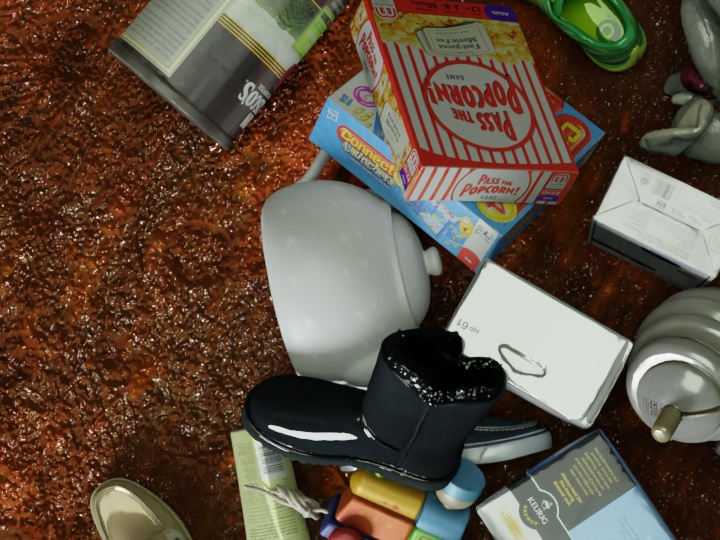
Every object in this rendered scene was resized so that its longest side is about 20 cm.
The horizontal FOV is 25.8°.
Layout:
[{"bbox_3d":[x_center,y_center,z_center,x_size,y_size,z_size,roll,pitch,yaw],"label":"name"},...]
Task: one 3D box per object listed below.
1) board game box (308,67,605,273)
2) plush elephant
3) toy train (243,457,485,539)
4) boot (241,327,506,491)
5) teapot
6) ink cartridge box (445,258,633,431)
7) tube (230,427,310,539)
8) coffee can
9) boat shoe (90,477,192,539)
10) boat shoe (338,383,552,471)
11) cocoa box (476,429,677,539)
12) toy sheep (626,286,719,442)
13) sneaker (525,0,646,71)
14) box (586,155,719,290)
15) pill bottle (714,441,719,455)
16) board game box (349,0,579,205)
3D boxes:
[{"bbox_3d":[0.090,-0.122,1.418,0.196,0.056,0.200,39,48,9],"label":"board game box"},{"bbox_3d":[0.331,-0.167,1.416,0.155,0.164,0.201,-49,40,35],"label":"plush elephant"},{"bbox_3d":[0.005,0.192,1.396,0.199,0.085,0.116,24,117,-2],"label":"toy train"},{"bbox_3d":[0.009,0.099,1.293,0.199,0.168,0.077,18,52,1],"label":"boot"},{"bbox_3d":[0.000,0.000,1.412,0.145,0.198,0.201,-13,114,6],"label":"teapot"},{"bbox_3d":[0.154,0.070,1.375,0.144,0.200,0.085,30,88,9],"label":"ink cartridge box"},{"bbox_3d":[-0.079,0.243,1.467,0.058,0.052,0.201,-17,84,47],"label":"tube"},{"bbox_3d":[-0.117,-0.235,1.470,0.146,0.146,0.200,40,90,9],"label":"coffee can"},{"bbox_3d":[-0.186,0.278,1.464,0.072,0.065,0.200,-36,81,2],"label":"boat shoe"},{"bbox_3d":[0.073,0.132,1.443,0.199,0.071,0.091,-5,87,9],"label":"boat shoe"},{"bbox_3d":[0.211,0.255,1.381,0.131,0.133,0.200,-34,81,2],"label":"cocoa box"},{"bbox_3d":[0.289,0.082,1.316,0.137,0.200,0.139,15,121,26],"label":"toy sheep"},{"bbox_3d":[0.187,-0.268,1.466,0.200,0.084,0.074,39,90,10],"label":"sneaker"},{"bbox_3d":[0.263,-0.036,1.373,0.116,0.200,0.060,27,89,7],"label":"box"},{"bbox_3d":[0.417,0.173,1.374,0.199,0.112,0.112,29,88,10],"label":"pill bottle"},{"bbox_3d":[0.088,-0.149,1.369,0.151,0.046,0.201,0,54,-24],"label":"board game box"}]
